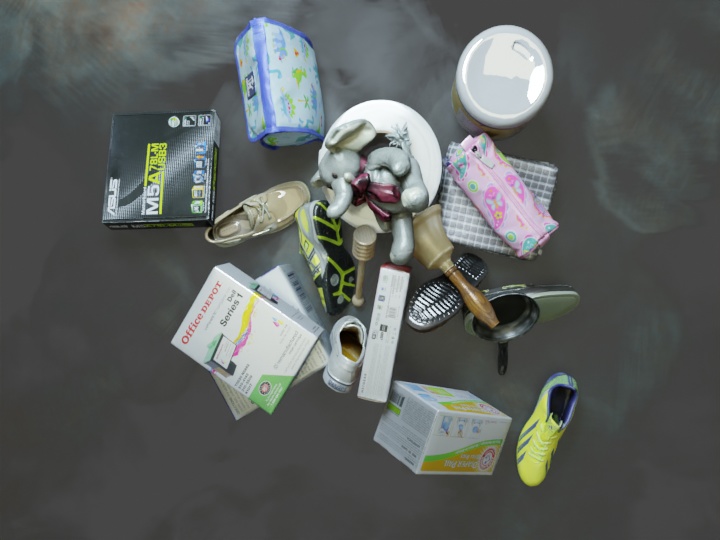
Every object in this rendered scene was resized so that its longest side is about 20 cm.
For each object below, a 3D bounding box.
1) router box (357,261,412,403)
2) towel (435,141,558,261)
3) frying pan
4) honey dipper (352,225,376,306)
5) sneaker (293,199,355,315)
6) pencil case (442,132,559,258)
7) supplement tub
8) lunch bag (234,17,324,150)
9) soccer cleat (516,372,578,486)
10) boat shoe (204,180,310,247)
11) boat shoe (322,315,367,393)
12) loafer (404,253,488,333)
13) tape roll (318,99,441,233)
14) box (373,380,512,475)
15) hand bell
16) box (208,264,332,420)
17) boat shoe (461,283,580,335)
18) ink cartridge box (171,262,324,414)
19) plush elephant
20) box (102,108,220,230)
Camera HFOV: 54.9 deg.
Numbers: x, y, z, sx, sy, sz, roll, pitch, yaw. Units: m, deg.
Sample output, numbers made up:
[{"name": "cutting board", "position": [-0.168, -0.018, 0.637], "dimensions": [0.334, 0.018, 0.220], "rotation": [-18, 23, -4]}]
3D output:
[{"name": "router box", "position": [0.043, 0.094, 1.138], "dimensions": [0.047, 0.179, 0.206], "rotation": [10, 94, 5]}, {"name": "towel", "position": [0.225, -0.114, 1.158], "dimensions": [0.194, 0.086, 0.171], "rotation": [12, 95, 4]}, {"name": "frying pan", "position": [0.250, 0.096, 1.145], "dimensions": [0.113, 0.031, 0.191], "rotation": [-24, 133, 15]}, {"name": "honey dipper", "position": [0.000, 0.000, 1.145], "dimensions": [0.037, 0.202, 0.039], "rotation": [2, 57, -4]}, {"name": "sneaker", "position": [-0.063, -0.023, 1.203], "dimensions": [0.075, 0.074, 0.206], "rotation": [5, 110, 44]}, {"name": "pencil case", "position": [0.218, -0.119, 1.076], "dimensions": [0.087, 0.087, 0.202], "rotation": [-38, 91, 6]}, {"name": "supplement tub", "position": [0.216, -0.285, 1.090], "dimensions": [0.141, 0.200, 0.150], "rotation": [0, 93, 5]}, {"name": "lunch bag", "position": [-0.133, -0.295, 1.122], "dimensions": [0.123, 0.200, 0.176], "rotation": [-9, 93, 5]}, {"name": "soccer cleat", "position": [0.314, 0.271, 1.172], "dimensions": [0.063, 0.084, 0.205], "rotation": [19, 95, 3]}, {"name": "boat shoe", "position": [-0.178, -0.095, 1.204], "dimensions": [0.195, 0.065, 0.074], "rotation": [-23, 91, 6]}, {"name": "boat shoe", "position": [-0.015, 0.116, 1.133], "dimensions": [0.070, 0.201, 0.071], "rotation": [27, 114, -2]}, {"name": "loafer", "position": [0.142, 0.050, 1.137], "dimensions": [0.073, 0.198, 0.072], "rotation": [40, 140, 21]}, {"name": "tape roll", "position": [0.036, -0.166, 1.145], "dimensions": [0.196, 0.139, 0.210], "rotation": [0, 94, 4]}, {"name": "box", "position": [0.137, 0.257, 1.122], "dimensions": [0.111, 0.197, 0.104], "rotation": [26, 98, 47]}, {"name": "hand bell", "position": [0.148, 0.008, 1.085], "dimensions": [0.104, 0.104, 0.201], "rotation": [-39, 77, 6]}, {"name": "box", "position": [-0.167, 0.120, 1.196], "dimensions": [0.197, 0.105, 0.187], "rotation": [-30, 90, 5]}, {"name": "boat shoe", "position": [0.267, 0.052, 1.172], "dimensions": [0.195, 0.062, 0.073], "rotation": [-12, 135, 5]}, {"name": "ink cartridge box", "position": [-0.178, 0.105, 1.101], "dimensions": [0.197, 0.084, 0.147], "rotation": [34, 96, 2]}, {"name": "plush elephant", "position": [0.005, -0.129, 1.005], "dimensions": [0.150, 0.166, 0.205], "rotation": [-2, 65, -8]}, {"name": "box", "position": [-0.342, -0.175, 1.198], "dimensions": [0.187, 0.048, 0.206], "rotation": [0, 75, 3]}]
